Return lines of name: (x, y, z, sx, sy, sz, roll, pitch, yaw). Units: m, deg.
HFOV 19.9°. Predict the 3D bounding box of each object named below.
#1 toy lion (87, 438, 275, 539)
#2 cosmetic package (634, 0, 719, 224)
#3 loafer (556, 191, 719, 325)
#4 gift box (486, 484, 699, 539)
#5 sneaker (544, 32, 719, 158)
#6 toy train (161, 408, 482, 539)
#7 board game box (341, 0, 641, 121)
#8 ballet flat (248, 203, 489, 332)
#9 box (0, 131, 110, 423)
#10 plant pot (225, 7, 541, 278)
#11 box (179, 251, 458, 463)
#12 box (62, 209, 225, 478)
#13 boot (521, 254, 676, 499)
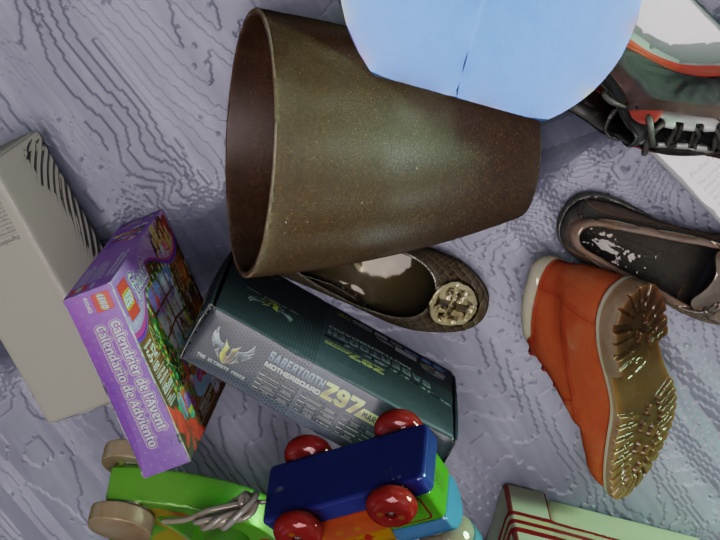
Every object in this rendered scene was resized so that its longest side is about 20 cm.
toy lion: (-0.100, 0.202, 1.516, 0.192, 0.200, 0.069, 10, 63, 0)
cosmetic package: (0.244, -0.120, 1.466, 0.102, 0.074, 0.200, -43, 97, 13)
loafer: (0.239, 0.001, 1.502, 0.200, 0.063, 0.072, 20, 104, -3)
gift box: (0.151, 0.289, 1.521, 0.187, 0.185, 0.200, 16, 99, -4)
sneaker: (0.211, -0.098, 1.374, 0.200, 0.082, 0.077, 20, 138, 15)
toy train: (-0.022, 0.179, 1.412, 0.200, 0.085, 0.116, -18, 128, 22)
board game box: (0.087, -0.192, 1.361, 0.200, 0.039, 0.158, 15, 103, 5)
ballet flat: (0.000, 0.000, 1.520, 0.200, 0.046, 0.067, 22, 105, -3)
box: (-0.233, 0.006, 1.510, 0.082, 0.068, 0.200, -19, 106, 32)
plant pot: (0.018, -0.085, 1.443, 0.200, 0.187, 0.187, 2, 105, -14)
box: (-0.026, 0.069, 1.483, 0.200, 0.158, 0.051, 29, 104, -4)
box: (-0.147, 0.047, 1.459, 0.039, 0.200, 0.137, -21, 103, 10)
boot: (0.173, 0.077, 1.526, 0.107, 0.075, 0.200, 22, 134, 38)
